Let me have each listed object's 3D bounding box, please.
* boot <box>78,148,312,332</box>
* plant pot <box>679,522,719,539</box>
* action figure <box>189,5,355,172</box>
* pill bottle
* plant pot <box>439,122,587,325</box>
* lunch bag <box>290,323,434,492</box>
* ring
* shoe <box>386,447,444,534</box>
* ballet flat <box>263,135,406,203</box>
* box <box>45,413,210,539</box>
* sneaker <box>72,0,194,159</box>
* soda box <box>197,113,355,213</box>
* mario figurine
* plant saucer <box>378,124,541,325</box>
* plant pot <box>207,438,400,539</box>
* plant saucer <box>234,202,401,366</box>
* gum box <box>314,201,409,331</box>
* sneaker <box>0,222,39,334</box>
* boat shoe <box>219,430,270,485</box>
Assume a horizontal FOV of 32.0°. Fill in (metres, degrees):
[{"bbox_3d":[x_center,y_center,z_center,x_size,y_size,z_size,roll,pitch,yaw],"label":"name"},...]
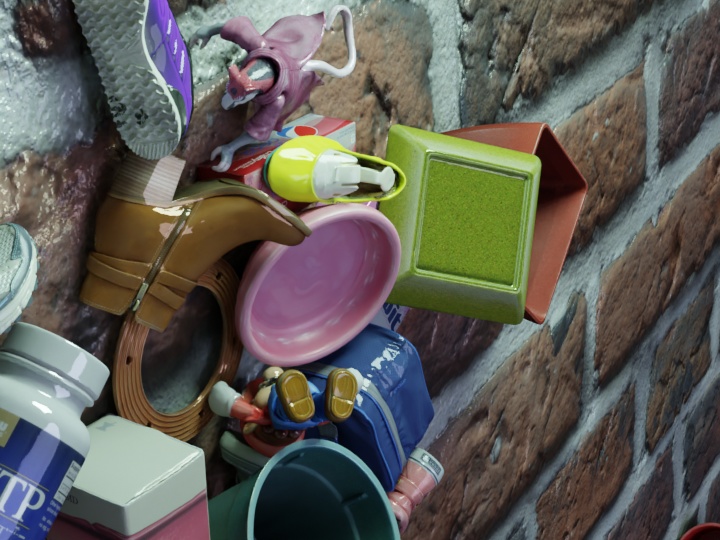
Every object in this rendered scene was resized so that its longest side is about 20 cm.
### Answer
[{"bbox_3d":[-0.154,-0.014,1.161,0.198,0.074,0.157,20,92,-21],"label":"boot"},{"bbox_3d":[0.896,0.728,3.158,0.177,0.198,0.204,11,93,-68],"label":"plant pot"},{"bbox_3d":[-0.079,-0.176,1.188,0.200,0.147,0.136,-61,139,-78],"label":"action figure"},{"bbox_3d":[-0.287,0.151,1.010,0.202,0.118,0.120,-65,148,-18],"label":"pill bottle"},{"bbox_3d":[0.156,-0.070,1.601,0.200,0.174,0.203,38,69,-57],"label":"plant pot"},{"bbox_3d":[-0.006,0.167,1.468,0.133,0.134,0.201,-55,145,-31],"label":"lunch bag"},{"bbox_3d":[-0.181,0.078,1.255,0.200,0.019,0.203,-33,130,-50],"label":"ring"},{"bbox_3d":[0.031,0.281,1.570,0.091,0.071,0.200,-49,-176,-24],"label":"shoe"},{"bbox_3d":[-0.017,-0.099,1.284,0.199,0.066,0.068,0,99,-58],"label":"ballet flat"},{"bbox_3d":[-0.217,0.257,1.162,0.109,0.126,0.203,-31,127,-48],"label":"box"},{"bbox_3d":[-0.189,-0.205,1.088,0.100,0.068,0.203,-58,141,-66],"label":"sneaker"},{"bbox_3d":[-0.082,-0.102,1.303,0.199,0.063,0.071,-34,130,-49],"label":"soda box"},{"bbox_3d":[-0.077,0.123,1.286,0.123,0.200,0.107,36,66,-11],"label":"mario figurine"},{"bbox_3d":[0.118,-0.052,1.419,0.197,0.048,0.203,10,83,-20],"label":"plant saucer"},{"bbox_3d":[-0.094,0.295,1.272,0.199,0.195,0.203,23,55,-37],"label":"plant pot"},{"bbox_3d":[-0.050,0.008,1.318,0.199,0.051,0.202,-26,140,-23],"label":"plant saucer"},{"bbox_3d":[0.000,0.000,1.475,0.114,0.065,0.201,-56,144,-29],"label":"gum box"},{"bbox_3d":[-0.322,0.027,0.946,0.201,0.077,0.087,-55,140,-32],"label":"sneaker"},{"bbox_3d":[-0.101,0.242,1.404,0.072,0.070,0.201,-57,140,-8],"label":"boat shoe"}]
